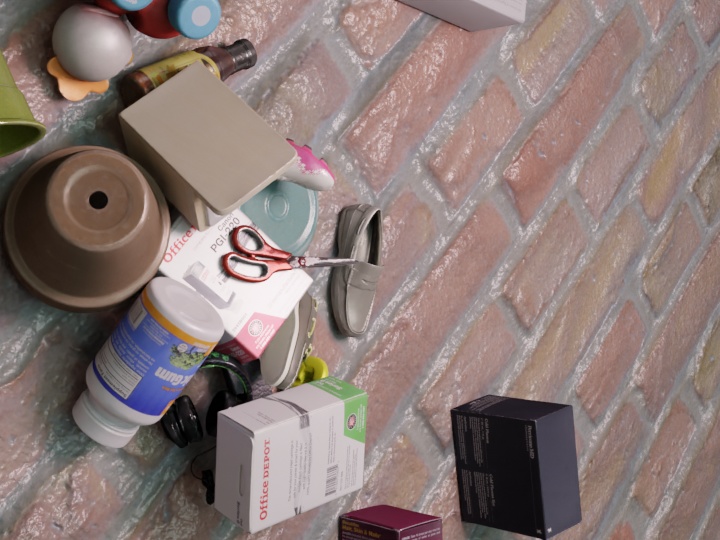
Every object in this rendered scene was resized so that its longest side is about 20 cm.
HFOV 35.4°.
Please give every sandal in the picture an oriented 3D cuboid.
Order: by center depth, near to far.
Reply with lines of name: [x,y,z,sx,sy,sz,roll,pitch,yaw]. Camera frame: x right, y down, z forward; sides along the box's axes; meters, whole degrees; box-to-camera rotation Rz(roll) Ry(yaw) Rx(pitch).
sandal: [-0.176,0.105,1.555,0.076,0.043,0.202,-15,98,-33]
sandal: [-0.081,0.230,1.628,0.087,0.079,0.201,43,67,-53]

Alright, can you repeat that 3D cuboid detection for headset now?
headset: [-0.202,0.204,1.482,0.122,0.094,0.202,-4,121,-14]

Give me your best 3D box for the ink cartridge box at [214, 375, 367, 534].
ink cartridge box: [-0.091,0.238,1.489,0.199,0.084,0.148,-13,114,-42]

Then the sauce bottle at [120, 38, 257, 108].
sauce bottle: [-0.221,-0.260,1.490,0.199,0.066,0.067,-33,112,-36]

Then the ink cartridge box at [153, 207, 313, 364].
ink cartridge box: [-0.183,0.005,1.486,0.200,0.085,0.146,43,62,-14]

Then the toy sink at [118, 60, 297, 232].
toy sink: [-0.184,-0.138,1.407,0.130,0.200,0.112,-40,158,-21]

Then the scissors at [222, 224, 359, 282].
scissors: [-0.090,-0.005,1.490,0.198,0.014,0.074,17,68,-29]

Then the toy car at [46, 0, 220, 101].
toy car: [-0.301,-0.295,1.380,0.176,0.184,0.201,17,108,-42]

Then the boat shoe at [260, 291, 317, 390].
boat shoe: [-0.093,0.091,1.560,0.060,0.072,0.203,39,31,-27]

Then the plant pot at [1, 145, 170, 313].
plant pot: [-0.311,-0.062,1.297,0.198,0.175,0.203,3,80,-16]

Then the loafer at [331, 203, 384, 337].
loafer: [0.000,0.000,1.696,0.069,0.069,0.202,2,90,-42]

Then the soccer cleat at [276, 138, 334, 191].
soccer cleat: [-0.133,-0.149,1.532,0.199,0.070,0.087,32,68,0]

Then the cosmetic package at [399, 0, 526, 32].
cosmetic package: [0.166,-0.510,1.801,0.198,0.122,0.202,11,82,-42]

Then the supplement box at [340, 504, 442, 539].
supplement box: [0.047,0.471,1.714,0.103,0.130,0.202,-2,93,-44]

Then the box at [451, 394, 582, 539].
box: [0.258,0.322,1.868,0.103,0.181,0.202,-12,100,-41]

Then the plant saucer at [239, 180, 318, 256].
plant saucer: [-0.126,-0.091,1.602,0.199,0.036,0.202,-1,92,-42]

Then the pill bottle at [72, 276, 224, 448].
pill bottle: [-0.265,0.117,1.383,0.112,0.112,0.201,26,108,-40]

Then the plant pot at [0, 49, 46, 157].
plant pot: [-0.460,-0.218,1.211,0.199,0.199,0.192,-14,87,-41]
